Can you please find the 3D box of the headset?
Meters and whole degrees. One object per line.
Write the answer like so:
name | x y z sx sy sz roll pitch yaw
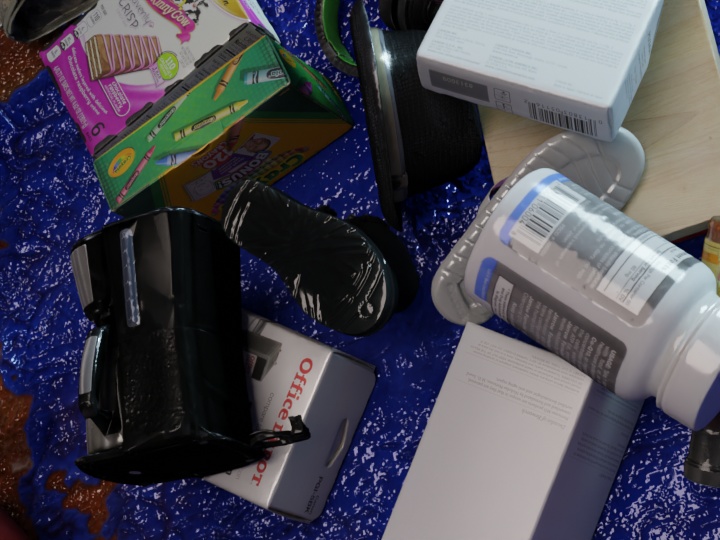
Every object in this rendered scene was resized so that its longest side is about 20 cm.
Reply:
headset | 0.045 -0.255 1.680 0.200 0.094 0.124 -49 58 26

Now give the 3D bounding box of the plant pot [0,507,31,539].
plant pot | -0.364 0.283 1.681 0.201 0.200 0.178 -47 50 9

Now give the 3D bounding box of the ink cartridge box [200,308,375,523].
ink cartridge box | -0.107 0.109 1.640 0.199 0.083 0.148 20 85 31

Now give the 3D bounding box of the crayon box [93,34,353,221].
crayon box | -0.120 -0.111 1.687 0.199 0.119 0.059 -34 63 16

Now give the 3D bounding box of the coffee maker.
coffee maker | -0.140 0.060 1.565 0.190 0.135 0.202 -6 71 2

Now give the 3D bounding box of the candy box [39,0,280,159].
candy box | -0.189 -0.207 1.784 0.200 0.061 0.137 -38 61 13

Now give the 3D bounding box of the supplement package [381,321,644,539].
supplement package | 0.116 0.161 1.483 0.119 0.121 0.201 20 85 30

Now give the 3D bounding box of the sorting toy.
sorting toy | 0.207 -0.102 1.538 0.199 0.069 0.200 -20 68 23

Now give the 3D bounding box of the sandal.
sandal | 0.130 -0.044 1.490 0.202 0.083 0.050 -41 18 5

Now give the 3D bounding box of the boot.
boot | 0.000 0.000 1.557 0.200 0.168 0.077 35 100 40

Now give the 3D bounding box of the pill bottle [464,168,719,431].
pill bottle | 0.185 0.022 1.386 0.199 0.114 0.114 34 93 20

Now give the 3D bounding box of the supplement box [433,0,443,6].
supplement box | 0.074 -0.287 1.576 0.111 0.199 0.086 -57 21 -2

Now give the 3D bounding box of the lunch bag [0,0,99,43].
lunch bag | -0.297 -0.336 1.848 0.199 0.117 0.165 -34 64 23

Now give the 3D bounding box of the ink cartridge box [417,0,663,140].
ink cartridge box | 0.155 -0.208 1.487 0.159 0.047 0.201 18 63 21

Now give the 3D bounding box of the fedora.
fedora | 0.048 -0.133 1.578 0.091 0.201 0.202 -10 70 0

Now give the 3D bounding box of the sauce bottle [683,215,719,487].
sauce bottle | 0.276 0.061 1.435 0.066 0.066 0.202 12 99 30
